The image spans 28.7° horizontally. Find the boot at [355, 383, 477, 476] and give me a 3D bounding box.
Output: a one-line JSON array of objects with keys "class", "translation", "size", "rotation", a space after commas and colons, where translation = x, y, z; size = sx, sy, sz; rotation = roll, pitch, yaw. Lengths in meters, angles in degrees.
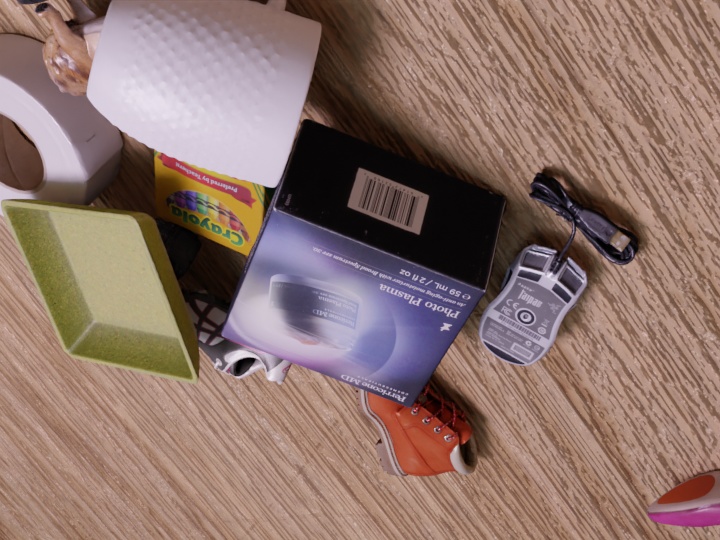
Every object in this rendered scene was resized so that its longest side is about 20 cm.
[{"class": "boot", "translation": [0.061, 0.139, 1.444], "size": [0.107, 0.075, 0.201], "rotation": [5, 138, 27]}]

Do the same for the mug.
[{"class": "mug", "translation": [-0.130, -0.190, 1.199], "size": [0.174, 0.201, 0.148], "rotation": [15, 180, -9]}]

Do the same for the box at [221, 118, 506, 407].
[{"class": "box", "translation": [0.000, 0.000, 1.283], "size": [0.199, 0.124, 0.199], "rotation": [21, 140, -5]}]

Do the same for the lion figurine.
[{"class": "lion figurine", "translation": [-0.219, -0.219, 1.303], "size": [0.199, 0.073, 0.123], "rotation": [-2, 140, 25]}]

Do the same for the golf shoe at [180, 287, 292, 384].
[{"class": "golf shoe", "translation": [-0.151, 0.067, 1.492], "size": [0.199, 0.089, 0.077], "rotation": [4, 169, 35]}]

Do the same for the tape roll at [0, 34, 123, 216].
[{"class": "tape roll", "translation": [-0.349, -0.142, 1.467], "size": [0.201, 0.071, 0.203], "rotation": [19, 135, 20]}]

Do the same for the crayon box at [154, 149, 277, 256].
[{"class": "crayon box", "translation": [-0.137, -0.093, 1.379], "size": [0.126, 0.051, 0.201], "rotation": [23, 137, 16]}]

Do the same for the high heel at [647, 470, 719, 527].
[{"class": "high heel", "translation": [0.369, 0.236, 1.310], "size": [0.199, 0.067, 0.097], "rotation": [-18, 105, 39]}]

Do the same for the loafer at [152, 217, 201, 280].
[{"class": "loafer", "translation": [-0.236, -0.008, 1.499], "size": [0.070, 0.068, 0.200], "rotation": [37, 148, -14]}]

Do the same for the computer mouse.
[{"class": "computer mouse", "translation": [0.166, 0.006, 1.268], "size": [0.109, 0.044, 0.200], "rotation": [29, 133, 2]}]

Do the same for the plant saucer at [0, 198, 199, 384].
[{"class": "plant saucer", "translation": [-0.253, 0.009, 1.433], "size": [0.199, 0.048, 0.201], "rotation": [8, 128, 36]}]

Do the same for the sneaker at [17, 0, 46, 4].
[{"class": "sneaker", "translation": [-0.280, -0.319, 1.271], "size": [0.077, 0.075, 0.200], "rotation": [57, 144, 17]}]
